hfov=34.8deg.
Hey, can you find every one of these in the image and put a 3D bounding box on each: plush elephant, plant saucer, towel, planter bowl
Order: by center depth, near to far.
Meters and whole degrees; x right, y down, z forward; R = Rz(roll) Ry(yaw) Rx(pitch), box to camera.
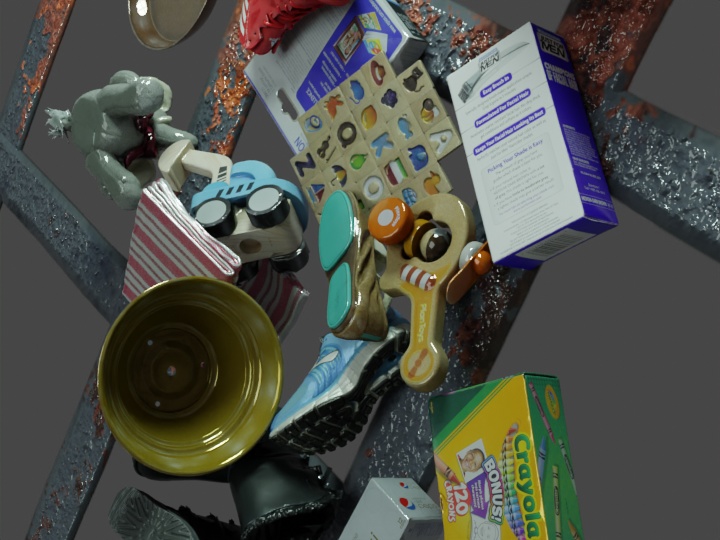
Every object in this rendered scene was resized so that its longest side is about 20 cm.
[{"bbox_3d":[-0.186,0.108,1.197,0.083,0.198,0.203,-2,81,62],"label":"planter bowl"},{"bbox_3d":[-0.201,0.011,1.284,0.146,0.030,0.201,44,140,18],"label":"towel"},{"bbox_3d":[-0.148,0.028,1.380,0.200,0.030,0.147,48,117,38],"label":"towel"},{"bbox_3d":[-0.289,-0.176,1.481,0.199,0.154,0.167,18,105,37],"label":"plush elephant"},{"bbox_3d":[-0.243,-0.392,1.542,0.199,0.034,0.203,-8,78,44],"label":"plant saucer"}]

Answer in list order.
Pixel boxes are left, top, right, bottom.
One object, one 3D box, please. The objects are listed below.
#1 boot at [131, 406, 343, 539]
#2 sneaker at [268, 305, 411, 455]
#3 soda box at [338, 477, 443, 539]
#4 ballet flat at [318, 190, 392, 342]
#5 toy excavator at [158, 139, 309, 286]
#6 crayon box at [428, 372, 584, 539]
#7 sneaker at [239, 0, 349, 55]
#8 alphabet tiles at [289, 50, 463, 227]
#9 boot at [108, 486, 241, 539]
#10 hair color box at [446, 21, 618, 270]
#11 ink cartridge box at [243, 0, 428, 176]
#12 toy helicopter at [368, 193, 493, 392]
[{"bbox_3d":[-0.130,0.227,1.217,0.163,0.196,0.074,-122,32,-47],"label":"boot"},{"bbox_3d":[-0.021,0.114,1.209,0.200,0.078,0.090,-42,41,11],"label":"sneaker"},{"bbox_3d":[0.007,0.308,1.154,0.068,0.063,0.201,41,111,41],"label":"soda box"},{"bbox_3d":[0.000,0.000,1.185,0.068,0.072,0.201,-48,31,29],"label":"ballet flat"},{"bbox_3d":[-0.151,-0.087,1.348,0.192,0.100,0.201,-11,44,14],"label":"toy excavator"},{"bbox_3d":[0.134,0.205,1.048,0.118,0.058,0.202,-21,69,41],"label":"crayon box"},{"bbox_3d":[-0.073,-0.288,1.280,0.200,0.078,0.117,40,119,56],"label":"sneaker"},{"bbox_3d":[0.013,-0.126,1.223,0.199,0.006,0.168,-33,77,32],"label":"alphabet tiles"},{"bbox_3d":[-0.151,0.306,1.214,0.066,0.200,0.165,-53,45,0],"label":"boot"},{"bbox_3d":[0.158,-0.115,1.075,0.109,0.064,0.202,-28,66,39],"label":"hair color box"},{"bbox_3d":[-0.033,-0.241,1.300,0.200,0.043,0.199,-51,52,26],"label":"ink cartridge box"},{"bbox_3d":[0.076,0.019,1.108,0.131,0.079,0.202,-9,63,31],"label":"toy helicopter"}]
